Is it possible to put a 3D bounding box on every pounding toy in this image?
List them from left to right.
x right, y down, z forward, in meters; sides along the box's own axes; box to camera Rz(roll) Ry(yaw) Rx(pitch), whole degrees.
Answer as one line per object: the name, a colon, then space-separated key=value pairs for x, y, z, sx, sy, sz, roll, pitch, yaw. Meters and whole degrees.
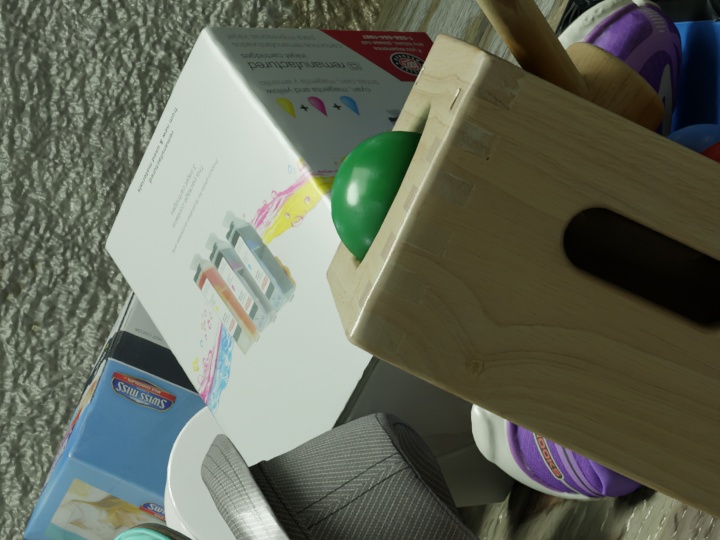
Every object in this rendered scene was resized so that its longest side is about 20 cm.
pounding toy: x=0.072 y=-0.025 z=0.828 sx=0.142 sy=0.200 sz=0.184 roll=-64 pitch=6 yaw=5

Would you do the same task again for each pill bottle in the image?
pill bottle: x=-0.041 y=0.129 z=1.320 sx=0.200 sy=0.111 sz=0.111 roll=65 pitch=-134 yaw=-70

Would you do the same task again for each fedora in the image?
fedora: x=0.014 y=0.131 z=1.054 sx=0.090 sy=0.200 sz=0.177 roll=-34 pitch=48 yaw=-5

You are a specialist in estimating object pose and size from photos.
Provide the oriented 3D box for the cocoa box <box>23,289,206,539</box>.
cocoa box: x=-0.087 y=0.129 z=1.559 sx=0.133 sy=0.200 sz=0.131 roll=124 pitch=168 yaw=-55

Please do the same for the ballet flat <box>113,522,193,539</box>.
ballet flat: x=-0.045 y=0.196 z=1.135 sx=0.073 sy=0.200 sz=0.073 roll=-32 pitch=-31 yaw=-22

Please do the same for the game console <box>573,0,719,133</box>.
game console: x=0.168 y=-0.095 z=1.065 sx=0.171 sy=0.118 sz=0.200 roll=-35 pitch=10 yaw=-6

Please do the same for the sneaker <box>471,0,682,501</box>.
sneaker: x=0.106 y=-0.007 z=0.989 sx=0.083 sy=0.081 sz=0.201 roll=14 pitch=101 yaw=44

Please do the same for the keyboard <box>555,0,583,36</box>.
keyboard: x=0.124 y=-0.162 z=1.234 sx=0.200 sy=0.021 sz=0.127 roll=108 pitch=-175 yaw=-62

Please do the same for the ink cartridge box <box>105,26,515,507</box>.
ink cartridge box: x=0.000 y=0.000 z=1.200 sx=0.200 sy=0.145 sz=0.145 roll=54 pitch=130 yaw=34
